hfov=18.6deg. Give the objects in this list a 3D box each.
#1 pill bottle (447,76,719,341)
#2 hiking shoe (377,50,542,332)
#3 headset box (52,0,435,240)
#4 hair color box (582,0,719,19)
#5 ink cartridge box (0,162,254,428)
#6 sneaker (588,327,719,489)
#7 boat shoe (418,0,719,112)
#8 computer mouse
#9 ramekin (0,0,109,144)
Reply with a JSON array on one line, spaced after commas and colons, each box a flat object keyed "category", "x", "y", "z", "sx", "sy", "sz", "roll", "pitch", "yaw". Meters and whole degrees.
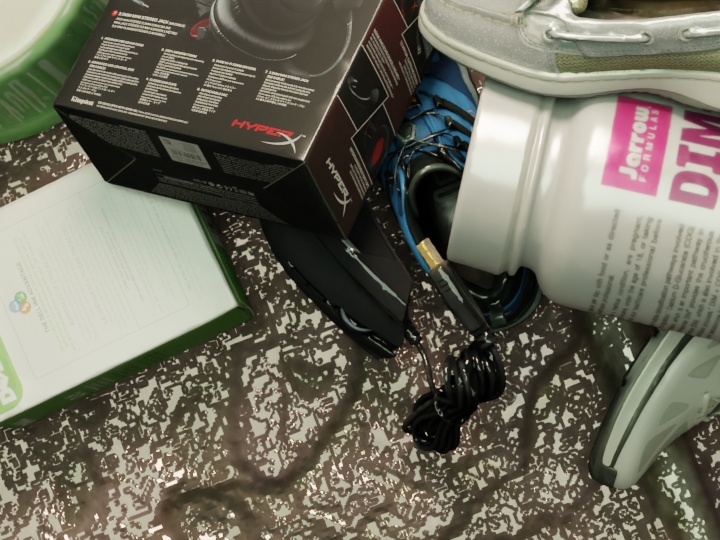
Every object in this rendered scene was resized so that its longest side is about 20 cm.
[{"category": "pill bottle", "x": 0.147, "y": -0.029, "z": 1.044, "sx": 0.199, "sy": 0.113, "sz": 0.114, "roll": 12, "pitch": 87, "yaw": 3}, {"category": "hiking shoe", "x": 0.038, "y": -0.064, "z": 1.139, "sx": 0.074, "sy": 0.087, "sz": 0.201, "roll": -30, "pitch": 83, "yaw": 2}, {"category": "headset box", "x": -0.040, "y": -0.130, "z": 1.109, "sx": 0.148, "sy": 0.075, "sz": 0.201, "roll": 13, "pitch": 65, "yaw": 25}, {"category": "hair color box", "x": 0.180, "y": -0.137, "z": 1.078, "sx": 0.199, "sy": 0.061, "sz": 0.099, "roll": 13, "pitch": 47, "yaw": 22}, {"category": "ink cartridge box", "x": -0.168, "y": 0.018, "z": 1.166, "sx": 0.199, "sy": 0.059, "sz": 0.104, "roll": -26, "pitch": 82, "yaw": 2}, {"category": "sneaker", "x": 0.209, "y": 0.048, "z": 1.119, "sx": 0.115, "sy": 0.076, "sz": 0.201, "roll": 36, "pitch": 87, "yaw": 9}, {"category": "boat shoe", "x": 0.125, "y": -0.118, "z": 1.007, "sx": 0.201, "sy": 0.074, "sz": 0.065, "roll": 12, "pitch": 124, "yaw": 18}, {"category": "computer mouse", "x": 0.000, "y": 0.000, "z": 1.110, "sx": 0.046, "sy": 0.140, "sz": 0.201, "roll": -26, "pitch": 82, "yaw": -21}, {"category": "ramekin", "x": -0.216, "y": -0.172, "z": 1.167, "sx": 0.199, "sy": 0.098, "sz": 0.201, "roll": 0, "pitch": 85, "yaw": 6}]
